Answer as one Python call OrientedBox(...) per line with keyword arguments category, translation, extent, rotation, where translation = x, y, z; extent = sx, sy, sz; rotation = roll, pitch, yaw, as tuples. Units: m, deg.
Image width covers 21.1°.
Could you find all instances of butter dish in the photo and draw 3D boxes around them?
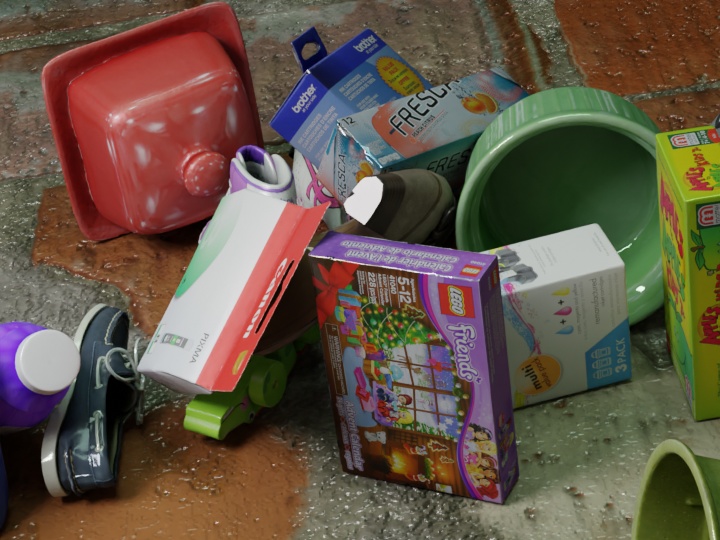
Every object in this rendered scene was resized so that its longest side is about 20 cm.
OrientedBox(category="butter dish", translation=(-0.165, -0.113, 1.755), extent=(0.199, 0.201, 0.148), rotation=(-22, 36, -18))

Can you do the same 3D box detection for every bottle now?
OrientedBox(category="bottle", translation=(-0.270, 0.082, 1.511), extent=(0.065, 0.084, 0.200), rotation=(6, -13, -25))

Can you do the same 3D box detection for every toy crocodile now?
OrientedBox(category="toy crocodile", translation=(-0.078, 0.071, 1.591), extent=(0.067, 0.062, 0.200), rotation=(10, 42, 26))

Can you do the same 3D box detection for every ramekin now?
OrientedBox(category="ramekin", translation=(0.176, -0.054, 1.592), extent=(0.199, 0.201, 0.098), rotation=(-6, 26, 4))

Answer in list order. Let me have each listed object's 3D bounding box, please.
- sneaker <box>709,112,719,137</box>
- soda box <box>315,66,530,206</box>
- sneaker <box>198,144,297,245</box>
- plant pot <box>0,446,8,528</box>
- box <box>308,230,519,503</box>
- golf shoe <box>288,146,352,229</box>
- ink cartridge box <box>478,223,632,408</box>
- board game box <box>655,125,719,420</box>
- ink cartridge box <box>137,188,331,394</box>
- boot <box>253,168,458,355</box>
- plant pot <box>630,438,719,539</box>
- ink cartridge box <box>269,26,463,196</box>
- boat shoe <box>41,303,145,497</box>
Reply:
OrientedBox(category="sneaker", translation=(0.332, -0.090, 1.662), extent=(0.075, 0.116, 0.200), rotation=(19, 28, -18))
OrientedBox(category="soda box", translation=(0.060, -0.109, 1.634), extent=(0.200, 0.069, 0.064), rotation=(-22, 58, -39))
OrientedBox(category="sneaker", translation=(-0.094, -0.055, 1.692), extent=(0.072, 0.115, 0.200), rotation=(-9, 9, -22))
OrientedBox(category="plant pot", translation=(-0.386, 0.128, 1.454), extent=(0.200, 0.201, 0.180), rotation=(21, 38, 38))
OrientedBox(category="box", translation=(0.041, 0.072, 1.423), extent=(0.136, 0.201, 0.039), rotation=(8, 35, 25))
OrientedBox(category="golf shoe", translation=(-0.020, -0.070, 1.790), extent=(0.092, 0.072, 0.200), rotation=(-43, 37, 27))
OrientedBox(category="ink cartridge box", translation=(0.108, 0.048, 1.521), extent=(0.199, 0.115, 0.068), rotation=(-14, 34, -6))
OrientedBox(category="board game box", translation=(0.262, 0.003, 1.473), extent=(0.047, 0.201, 0.102), rotation=(-9, 33, 1))
OrientedBox(category="ink cartridge box", translation=(-0.101, 0.015, 1.471), extent=(0.161, 0.050, 0.200), rotation=(-64, 11, -11))
OrientedBox(category="boot", translation=(0.000, 0.000, 1.564), extent=(0.200, 0.146, 0.070), rotation=(-47, 64, 11))
OrientedBox(category="plant pot", translation=(0.283, 0.207, 1.199), extent=(0.189, 0.201, 0.200), rotation=(2, 32, -6))
OrientedBox(category="ink cartridge box", translation=(0.011, -0.133, 1.741), extent=(0.200, 0.076, 0.136), rotation=(41, 34, 3))
OrientedBox(category="boat shoe", translation=(-0.206, 0.100, 1.556), extent=(0.062, 0.075, 0.200), rotation=(-4, 35, 11))
